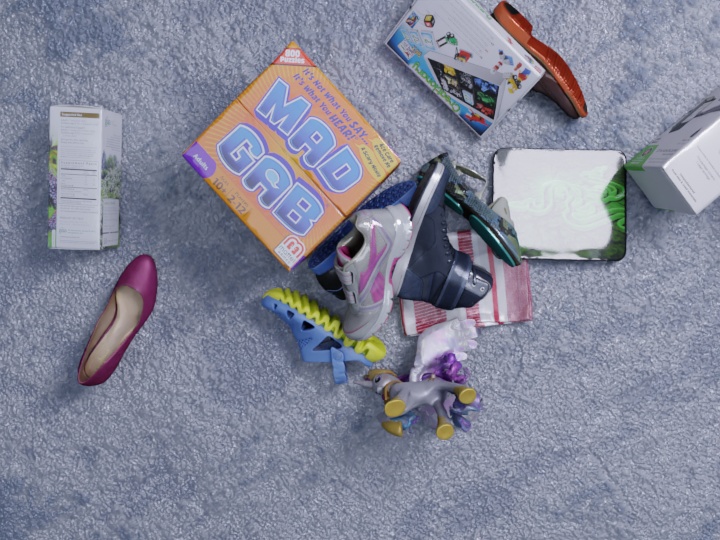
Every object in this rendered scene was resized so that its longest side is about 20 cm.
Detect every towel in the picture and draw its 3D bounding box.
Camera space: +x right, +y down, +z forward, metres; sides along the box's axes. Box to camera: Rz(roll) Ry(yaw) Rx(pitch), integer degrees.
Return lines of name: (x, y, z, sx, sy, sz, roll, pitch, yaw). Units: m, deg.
towel: (0.151, 0.015, 1.144, 0.196, 0.023, 0.147, -8, 94, 3)

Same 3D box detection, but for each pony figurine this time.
pony figurine: (0.096, 0.167, 1.087, 0.190, 0.200, 0.170, -8, 100, -9)

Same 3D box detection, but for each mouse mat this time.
mouse mat: (0.289, -0.096, 1.124, 0.196, 0.008, 0.164, 1, 87, -1)

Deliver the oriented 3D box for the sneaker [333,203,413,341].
sneaker: (0.000, 0.000, 1.053, 0.087, 0.081, 0.203, 6, 109, -24)

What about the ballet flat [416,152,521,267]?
ballet flat: (0.169, -0.094, 1.097, 0.200, 0.074, 0.074, 45, 95, 11)

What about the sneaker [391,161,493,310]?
sneaker: (0.127, -0.039, 1.073, 0.144, 0.077, 0.205, 17, 115, -1)

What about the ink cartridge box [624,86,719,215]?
ink cartridge box: (0.481, -0.174, 1.050, 0.199, 0.146, 0.084, -40, 96, 5)

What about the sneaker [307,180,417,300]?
sneaker: (0.018, -0.044, 1.128, 0.199, 0.070, 0.078, -40, 116, -1)

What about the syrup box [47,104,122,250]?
syrup box: (-0.399, -0.133, 1.124, 0.080, 0.079, 0.204, 2, 95, 3)

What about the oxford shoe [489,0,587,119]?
oxford shoe: (0.244, -0.285, 1.102, 0.200, 0.071, 0.072, 47, 123, -5)

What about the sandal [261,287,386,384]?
sandal: (-0.064, 0.098, 1.134, 0.198, 0.080, 0.088, 33, 99, 1)

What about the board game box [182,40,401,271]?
board game box: (-0.082, -0.148, 1.048, 0.200, 0.200, 0.200, -43, 93, 6)

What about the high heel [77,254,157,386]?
high heel: (-0.353, 0.074, 1.131, 0.066, 0.096, 0.203, 19, 96, 0)

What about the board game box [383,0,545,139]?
board game box: (0.143, -0.299, 1.082, 0.200, 0.035, 0.126, 44, 127, -2)
